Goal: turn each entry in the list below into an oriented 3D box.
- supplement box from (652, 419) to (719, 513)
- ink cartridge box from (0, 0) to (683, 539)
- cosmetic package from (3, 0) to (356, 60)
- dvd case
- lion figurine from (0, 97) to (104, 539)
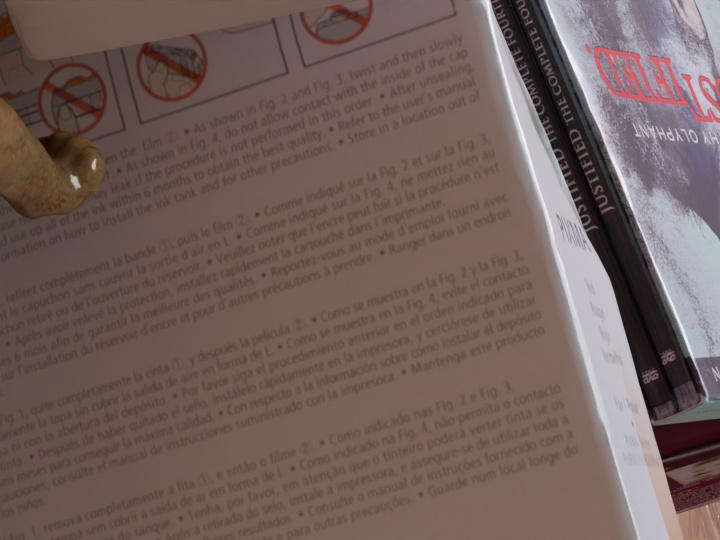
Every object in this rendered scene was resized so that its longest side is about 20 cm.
[{"bbox_3d":[0.076,0.032,0.986,0.200,0.131,0.103,30,43,-76],"label":"supplement box"},{"bbox_3d":[-0.034,0.000,0.611,0.050,0.162,0.200,25,49,-70],"label":"ink cartridge box"},{"bbox_3d":[-0.041,-0.154,0.561,0.108,0.085,0.200,72,8,-54],"label":"cosmetic package"},{"bbox_3d":[0.081,-0.053,0.840,0.146,0.022,0.200,1,66,-61],"label":"dvd case"},{"bbox_3d":[-0.099,0.011,0.514,0.122,0.072,0.200,38,41,-61],"label":"lion figurine"}]
